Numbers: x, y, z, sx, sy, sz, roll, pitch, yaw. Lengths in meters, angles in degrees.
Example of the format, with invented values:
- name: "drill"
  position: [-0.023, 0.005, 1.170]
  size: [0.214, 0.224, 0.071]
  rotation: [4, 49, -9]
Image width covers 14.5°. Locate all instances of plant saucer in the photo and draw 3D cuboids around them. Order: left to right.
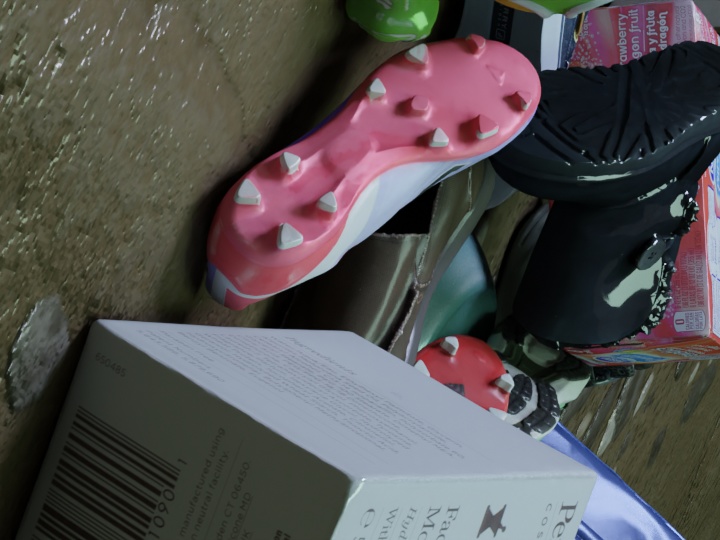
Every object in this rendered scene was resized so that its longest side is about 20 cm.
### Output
- name: "plant saucer"
  position: [0.032, 0.067, 1.656]
  size: [0.200, 0.036, 0.200]
  rotation: [-53, 158, -32]

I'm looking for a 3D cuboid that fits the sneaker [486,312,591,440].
- name: "sneaker"
  position: [0.072, 0.092, 1.638]
  size: [0.089, 0.077, 0.200]
  rotation: [-59, 165, 21]

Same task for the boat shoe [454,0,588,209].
- name: "boat shoe"
  position: [0.093, -0.132, 1.509]
  size: [0.091, 0.071, 0.201]
  rotation: [-35, 144, -51]

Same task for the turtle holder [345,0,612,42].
- name: "turtle holder"
  position: [0.091, -0.174, 1.347]
  size: [0.132, 0.140, 0.186]
  rotation: [108, 7, -74]

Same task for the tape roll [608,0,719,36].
- name: "tape roll"
  position: [0.253, -0.115, 1.778]
  size: [0.139, 0.202, 0.204]
  rotation: [-31, 142, -59]

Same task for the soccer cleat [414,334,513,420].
- name: "soccer cleat"
  position: [0.021, 0.116, 1.501]
  size: [0.085, 0.068, 0.201]
  rotation: [-51, -169, 51]

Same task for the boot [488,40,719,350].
- name: "boot"
  position: [0.119, -0.025, 1.489]
  size: [0.200, 0.076, 0.169]
  rotation: [-20, 140, -45]

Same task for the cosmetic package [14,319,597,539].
- name: "cosmetic package"
  position: [-0.030, 0.131, 1.281]
  size: [0.200, 0.165, 0.166]
  rotation: [4, 110, -54]

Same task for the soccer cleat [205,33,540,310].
- name: "soccer cleat"
  position: [0.004, -0.049, 1.349]
  size: [0.200, 0.067, 0.077]
  rotation: [-35, 168, -32]

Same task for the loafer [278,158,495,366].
- name: "loafer"
  position: [0.000, 0.000, 1.443]
  size: [0.201, 0.073, 0.071]
  rotation: [-65, 154, -21]

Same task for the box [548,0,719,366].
- name: "box"
  position: [0.164, -0.049, 1.659]
  size: [0.100, 0.095, 0.201]
  rotation: [28, 59, -72]

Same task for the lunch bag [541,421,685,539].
- name: "lunch bag"
  position: [0.107, 0.180, 1.757]
  size: [0.136, 0.200, 0.132]
  rotation: [-53, -172, -37]

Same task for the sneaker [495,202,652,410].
- name: "sneaker"
  position: [0.133, 0.066, 1.819]
  size: [0.076, 0.114, 0.200]
  rotation: [-29, 142, -58]
